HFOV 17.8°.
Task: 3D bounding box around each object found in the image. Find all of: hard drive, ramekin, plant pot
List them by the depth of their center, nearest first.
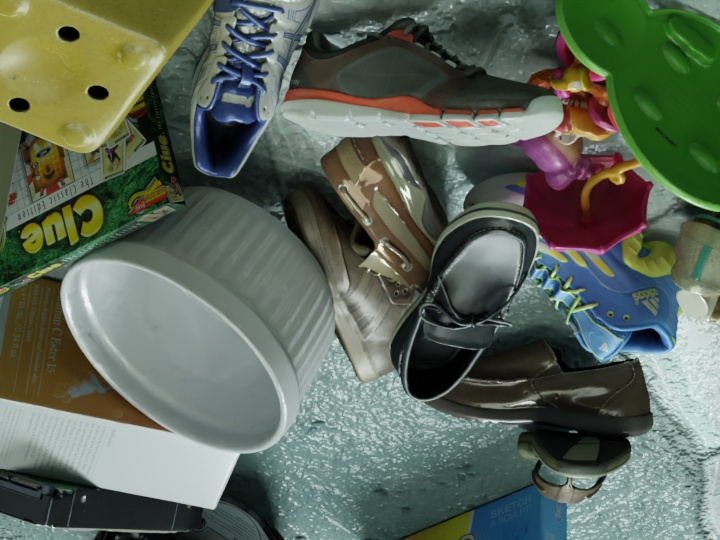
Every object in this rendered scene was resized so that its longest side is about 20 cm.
[{"bbox_3d":[-0.183,-0.193,1.403,0.195,0.201,0.194,22,137,-22],"label":"plant pot"},{"bbox_3d":[-0.112,0.030,1.703,0.200,0.105,0.201,25,146,19],"label":"ramekin"},{"bbox_3d":[-0.241,0.183,1.891,0.139,0.038,0.200,12,180,33],"label":"hard drive"}]

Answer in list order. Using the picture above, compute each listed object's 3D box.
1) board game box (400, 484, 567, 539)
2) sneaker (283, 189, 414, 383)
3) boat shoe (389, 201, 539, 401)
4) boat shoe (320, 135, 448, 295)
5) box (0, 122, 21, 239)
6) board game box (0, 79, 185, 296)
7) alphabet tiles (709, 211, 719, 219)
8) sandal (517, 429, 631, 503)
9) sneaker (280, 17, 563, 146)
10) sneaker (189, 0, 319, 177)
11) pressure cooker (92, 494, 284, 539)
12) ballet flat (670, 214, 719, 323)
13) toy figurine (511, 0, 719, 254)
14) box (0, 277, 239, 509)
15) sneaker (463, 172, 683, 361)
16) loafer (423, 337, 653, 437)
[{"bbox_3d":[0.092,0.289,2.024,0.199,0.154,0.040,-27,131,31],"label":"board game box"},{"bbox_3d":[0.000,0.000,1.755,0.075,0.071,0.200,-27,137,-4],"label":"sneaker"},{"bbox_3d":[0.075,0.024,1.648,0.074,0.062,0.200,14,138,-16],"label":"boat shoe"},{"bbox_3d":[0.027,-0.030,1.687,0.072,0.076,0.200,-24,127,5],"label":"boat shoe"},{"bbox_3d":[-0.291,-0.045,1.592,0.068,0.201,0.082,30,133,-30],"label":"box"},{"bbox_3d":[-0.217,-0.058,1.652,0.199,0.105,0.023,-25,164,29],"label":"board game box"},{"bbox_3d":[0.360,-0.030,1.728,0.199,0.006,0.167,9,141,-7],"label":"alphabet tiles"},{"bbox_3d":[0.172,0.159,1.858,0.079,0.058,0.201,4,177,-2],"label":"sandal"},{"bbox_3d":[0.041,-0.132,1.542,0.199,0.082,0.077,5,172,19],"label":"sneaker"},{"bbox_3d":[-0.072,-0.144,1.548,0.075,0.088,0.200,10,139,-6],"label":"sneaker"},{"bbox_3d":[-0.139,0.294,2.011,0.175,0.179,0.200,-10,148,0],"label":"pressure cooker"},{"bbox_3d":[0.250,0.007,1.665,0.067,0.063,0.200,21,175,18],"label":"ballet flat"},{"bbox_3d":[0.163,-0.089,1.589,0.200,0.150,0.184,40,142,-9],"label":"toy figurine"},{"bbox_3d":[-0.196,0.097,1.823,0.199,0.125,0.098,12,140,-12],"label":"box"},{"bbox_3d":[0.165,0.002,1.700,0.199,0.105,0.076,21,138,-22],"label":"sneaker"},{"bbox_3d":[0.139,0.087,1.851,0.199,0.071,0.073,6,-175,7],"label":"loafer"}]
